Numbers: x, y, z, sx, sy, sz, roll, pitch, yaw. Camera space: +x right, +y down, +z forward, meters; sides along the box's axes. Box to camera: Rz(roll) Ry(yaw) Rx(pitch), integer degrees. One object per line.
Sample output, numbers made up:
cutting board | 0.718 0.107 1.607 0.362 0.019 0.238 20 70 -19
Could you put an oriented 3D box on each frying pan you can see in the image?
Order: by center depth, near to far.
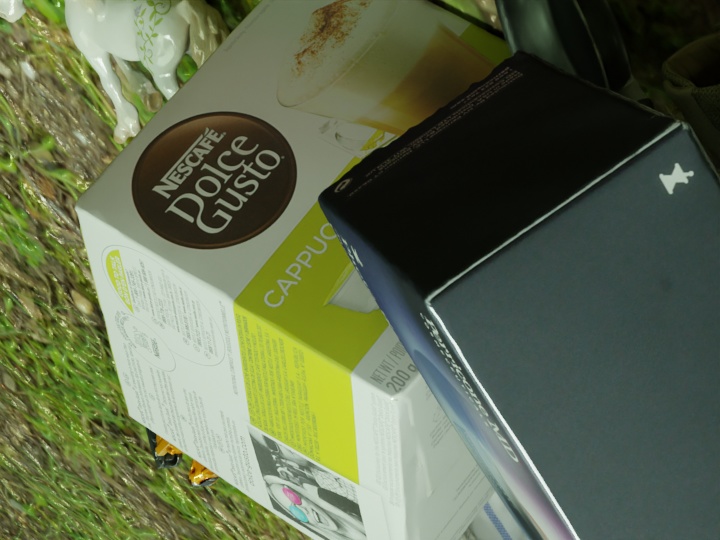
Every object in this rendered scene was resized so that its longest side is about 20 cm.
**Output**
frying pan | 0.103 -0.092 0.968 0.190 0.031 0.116 39 151 65

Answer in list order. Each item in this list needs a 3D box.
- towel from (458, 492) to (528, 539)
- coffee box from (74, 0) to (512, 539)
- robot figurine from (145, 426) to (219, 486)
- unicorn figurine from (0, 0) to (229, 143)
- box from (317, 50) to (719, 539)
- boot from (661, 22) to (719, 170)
towel | 0.087 0.146 1.227 0.024 0.201 0.147 0 141 37
coffee box | 0.000 0.000 1.132 0.197 0.200 0.201 30 153 22
robot figurine | -0.091 0.028 1.340 0.145 0.058 0.202 -8 85 59
unicorn figurine | -0.140 -0.135 1.282 0.198 0.074 0.138 3 127 33
box | 0.095 0.036 0.894 0.201 0.123 0.198 57 175 -17
boot | 0.176 -0.034 0.981 0.155 0.072 0.199 50 149 -18
